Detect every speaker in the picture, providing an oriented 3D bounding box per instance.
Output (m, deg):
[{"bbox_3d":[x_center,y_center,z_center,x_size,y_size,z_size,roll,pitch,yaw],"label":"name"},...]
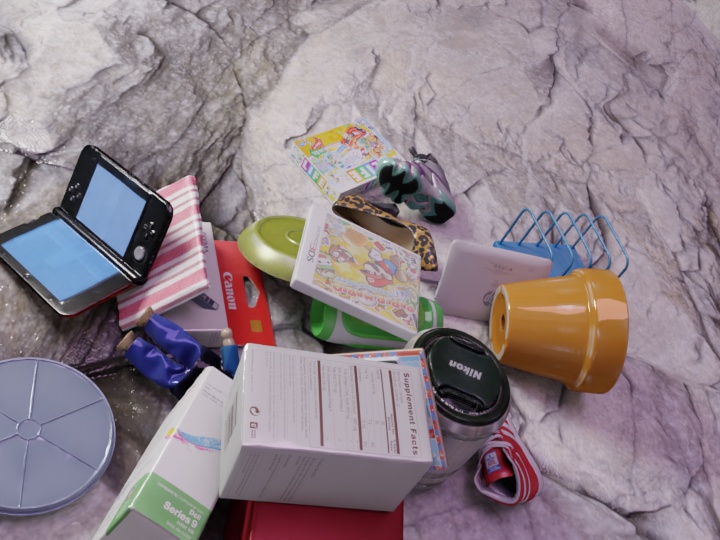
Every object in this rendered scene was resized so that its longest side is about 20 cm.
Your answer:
[{"bbox_3d":[0.026,0.075,1.221,0.196,0.089,0.090,8,48,-23],"label":"speaker"}]

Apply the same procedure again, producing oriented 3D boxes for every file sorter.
[{"bbox_3d":[0.376,-0.028,1.480,0.196,0.123,0.141,2,51,-28],"label":"file sorter"}]

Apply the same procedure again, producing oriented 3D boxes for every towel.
[{"bbox_3d":[-0.279,-0.026,1.113,0.030,0.144,0.203,44,26,-54],"label":"towel"}]

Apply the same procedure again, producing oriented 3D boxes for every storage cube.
[{"bbox_3d":[-0.056,0.289,0.922,0.196,0.172,0.182,18,45,-13],"label":"storage cube"}]

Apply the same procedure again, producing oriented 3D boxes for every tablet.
[{"bbox_3d":[0.224,0.026,1.350,0.196,0.132,0.014,11,18,-20],"label":"tablet"}]

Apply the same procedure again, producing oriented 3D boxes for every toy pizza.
[{"bbox_3d":[-0.387,0.192,0.926,0.197,0.032,0.203,17,45,-17],"label":"toy pizza"}]

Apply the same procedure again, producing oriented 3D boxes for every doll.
[{"bbox_3d":[-0.214,0.131,1.041,0.199,0.048,0.137,39,73,-8],"label":"doll"}]

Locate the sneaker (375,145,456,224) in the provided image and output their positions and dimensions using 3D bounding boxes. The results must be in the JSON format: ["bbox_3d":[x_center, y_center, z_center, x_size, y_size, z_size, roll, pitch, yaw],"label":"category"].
[{"bbox_3d":[0.095,-0.184,1.465,0.199,0.077,0.142,33,40,-40],"label":"sneaker"}]

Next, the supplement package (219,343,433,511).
[{"bbox_3d":[-0.039,0.167,0.832,0.196,0.118,0.119,10,47,-17],"label":"supplement package"}]

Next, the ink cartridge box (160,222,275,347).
[{"bbox_3d":[-0.216,0.018,1.166,0.173,0.045,0.203,3,51,-26],"label":"ink cartridge box"}]

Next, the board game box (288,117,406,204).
[{"bbox_3d":[-0.019,-0.206,1.481,0.135,0.034,0.199,47,46,15],"label":"board game box"}]

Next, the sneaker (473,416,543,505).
[{"bbox_3d":[0.181,0.245,1.141,0.201,0.071,0.112,54,21,20],"label":"sneaker"}]

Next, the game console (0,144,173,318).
[{"bbox_3d":[-0.376,-0.060,1.067,0.199,0.175,0.118,34,15,26],"label":"game console"}]

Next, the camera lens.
[{"bbox_3d":[0.097,0.189,1.075,0.157,0.201,0.162,15,45,-16],"label":"camera lens"}]

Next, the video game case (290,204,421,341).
[{"bbox_3d":[0.000,0.000,1.188,0.197,0.023,0.184,25,38,-13],"label":"video game case"}]

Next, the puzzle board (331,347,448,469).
[{"bbox_3d":[0.007,0.179,1.003,0.017,0.197,0.154,-27,107,-56],"label":"puzzle board"}]

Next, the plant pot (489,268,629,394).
[{"bbox_3d":[0.313,0.093,1.302,0.179,0.202,0.203,5,47,-5],"label":"plant pot"}]

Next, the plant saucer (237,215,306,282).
[{"bbox_3d":[-0.093,-0.039,1.243,0.196,0.032,0.201,13,26,-6],"label":"plant saucer"}]

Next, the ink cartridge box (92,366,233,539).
[{"bbox_3d":[-0.206,0.231,0.903,0.087,0.145,0.202,34,42,-12],"label":"ink cartridge box"}]

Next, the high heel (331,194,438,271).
[{"bbox_3d":[0.039,-0.058,1.349,0.140,0.072,0.201,3,34,-35],"label":"high heel"}]
